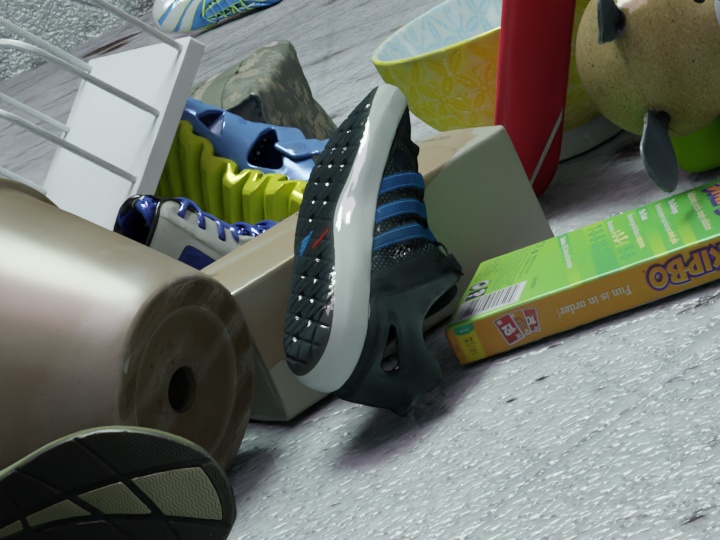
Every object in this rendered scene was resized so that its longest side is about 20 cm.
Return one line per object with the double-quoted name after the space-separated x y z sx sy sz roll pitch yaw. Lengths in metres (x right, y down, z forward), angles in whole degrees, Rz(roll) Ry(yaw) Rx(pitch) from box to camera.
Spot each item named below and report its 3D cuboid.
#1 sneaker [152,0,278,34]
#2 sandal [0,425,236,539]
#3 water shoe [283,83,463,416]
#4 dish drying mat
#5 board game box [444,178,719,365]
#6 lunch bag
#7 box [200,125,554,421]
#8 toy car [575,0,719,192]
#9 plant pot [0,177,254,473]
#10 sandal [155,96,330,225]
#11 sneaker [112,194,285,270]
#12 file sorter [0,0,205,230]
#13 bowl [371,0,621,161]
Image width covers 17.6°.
-0.159 -0.348 2.866 0.199 0.076 0.105 -27 14 -13 "sneaker"
-0.150 0.123 1.104 0.200 0.080 0.057 -20 3 21 "sandal"
0.011 -0.007 1.192 0.072 0.079 0.201 -44 25 43 "water shoe"
0.104 -0.126 1.371 0.018 0.201 0.077 23 38 27 "dish drying mat"
0.144 -0.009 1.183 0.199 0.030 0.096 -22 14 22 "board game box"
-0.123 -0.066 1.678 0.199 0.118 0.164 -27 13 16 "lunch bag"
0.000 0.000 1.289 0.200 0.078 0.095 -33 15 -28 "box"
0.178 -0.124 1.229 0.157 0.165 0.200 -17 12 32 "toy car"
-0.155 0.053 1.194 0.173 0.201 0.200 5 28 32 "plant pot"
-0.068 -0.067 1.535 0.200 0.080 0.087 30 49 27 "sandal"
-0.082 -0.006 1.378 0.199 0.116 0.080 -30 16 -20 "sneaker"
-0.213 -0.072 1.489 0.139 0.124 0.201 -4 64 56 "file sorter"
0.118 -0.132 1.510 0.199 0.108 0.200 -23 15 6 "bowl"
